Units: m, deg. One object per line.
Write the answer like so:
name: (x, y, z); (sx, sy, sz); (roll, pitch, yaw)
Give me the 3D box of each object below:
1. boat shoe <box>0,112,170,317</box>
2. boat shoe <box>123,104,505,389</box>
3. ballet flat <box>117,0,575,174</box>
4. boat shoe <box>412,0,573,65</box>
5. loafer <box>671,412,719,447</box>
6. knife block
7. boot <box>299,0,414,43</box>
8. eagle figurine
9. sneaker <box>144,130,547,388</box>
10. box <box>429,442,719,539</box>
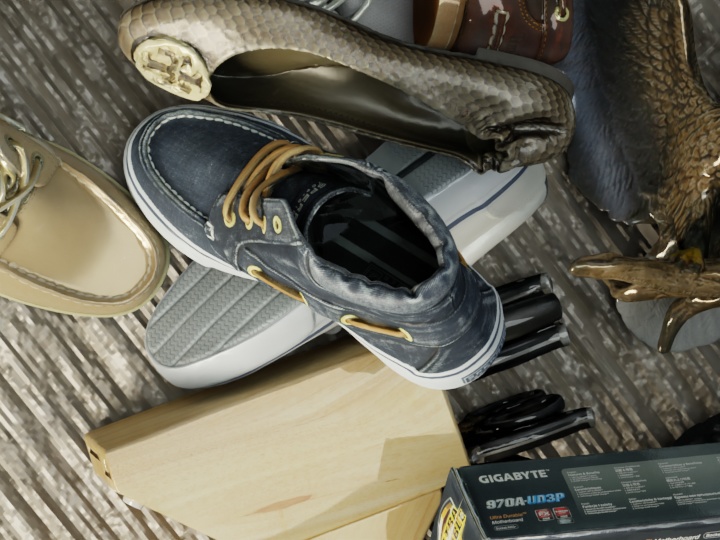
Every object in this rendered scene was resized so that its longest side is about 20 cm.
boat shoe: (-0.169, -0.038, 1.235); (0.200, 0.065, 0.072); (31, 86, -15)
boat shoe: (-0.027, -0.029, 1.202); (0.200, 0.091, 0.071); (31, 76, 26)
ballet flat: (-0.007, -0.076, 1.220); (0.199, 0.067, 0.046); (12, 66, -2)
boat shoe: (0.062, -0.183, 1.266); (0.070, 0.070, 0.201); (5, 74, -11)
loafer: (0.232, 0.087, 1.354); (0.200, 0.068, 0.071); (-17, 133, -19)
knife block: (0.000, 0.055, 1.287); (0.200, 0.064, 0.176); (26, 86, -14)
boot: (-0.026, -0.121, 1.251); (0.200, 0.096, 0.074); (26, 87, -15)
eagle figurine: (0.162, -0.073, 1.304); (0.152, 0.151, 0.201); (37, 40, -50)
sneaker: (0.000, 0.000, 1.281); (0.200, 0.073, 0.071); (-32, 134, 3)
box: (0.122, 0.147, 1.280); (0.199, 0.046, 0.159); (-5, 135, -19)
